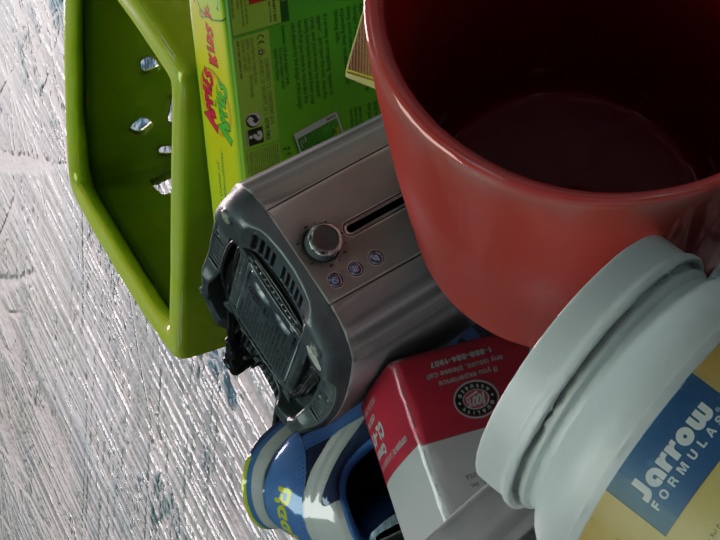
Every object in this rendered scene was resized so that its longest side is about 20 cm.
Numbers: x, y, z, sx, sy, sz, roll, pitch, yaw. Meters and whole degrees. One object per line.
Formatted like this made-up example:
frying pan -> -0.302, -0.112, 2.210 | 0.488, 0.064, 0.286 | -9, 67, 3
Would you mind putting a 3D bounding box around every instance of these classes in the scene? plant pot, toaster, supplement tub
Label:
plant pot -> -0.057, -0.095, 1.527 | 0.199, 0.181, 0.200 | -125, 30, -47
toaster -> 0.000, 0.000, 1.327 | 0.114, 0.129, 0.200 | 56, 163, 13
supplement tub -> 0.159, 0.093, 1.028 | 0.200, 0.145, 0.145 | 37, 144, 18
plant pot -> 0.099, -0.065, 1.150 | 0.177, 0.200, 0.201 | 93, 156, -59

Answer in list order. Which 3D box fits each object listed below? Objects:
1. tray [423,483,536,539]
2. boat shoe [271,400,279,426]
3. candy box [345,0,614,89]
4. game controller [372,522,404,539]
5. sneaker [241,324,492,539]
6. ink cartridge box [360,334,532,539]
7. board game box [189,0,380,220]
tray -> 0.101, 0.117, 1.195 | 0.022, 0.200, 0.107 | 26, 147, 45
boat shoe -> -0.025, 0.063, 1.704 | 0.200, 0.060, 0.074 | 98, 153, -43
candy box -> 0.070, -0.148, 1.256 | 0.115, 0.055, 0.200 | 25, 144, 6
game controller -> 0.086, 0.209, 1.400 | 0.104, 0.042, 0.200 | -31, 98, 30
sneaker -> 0.029, 0.077, 1.421 | 0.082, 0.200, 0.074 | 23, 153, 47
ink cartridge box -> 0.102, 0.129, 1.286 | 0.086, 0.147, 0.200 | 127, 128, -67
board game box -> -0.032, -0.113, 1.371 | 0.048, 0.101, 0.200 | 43, 145, 51
